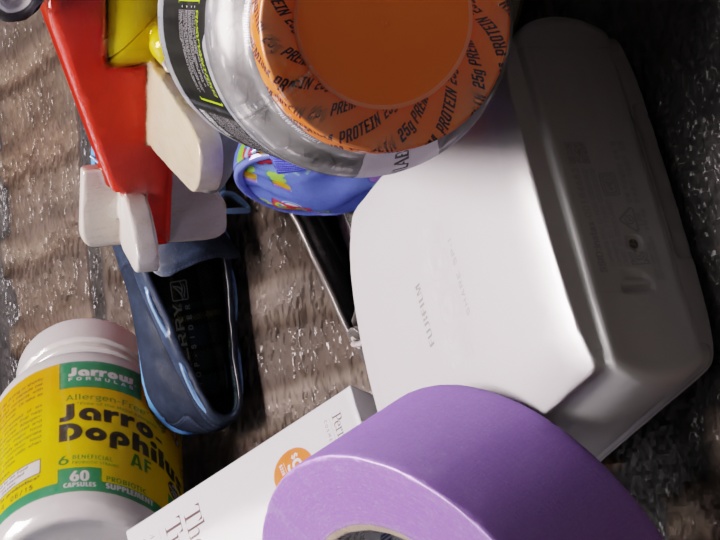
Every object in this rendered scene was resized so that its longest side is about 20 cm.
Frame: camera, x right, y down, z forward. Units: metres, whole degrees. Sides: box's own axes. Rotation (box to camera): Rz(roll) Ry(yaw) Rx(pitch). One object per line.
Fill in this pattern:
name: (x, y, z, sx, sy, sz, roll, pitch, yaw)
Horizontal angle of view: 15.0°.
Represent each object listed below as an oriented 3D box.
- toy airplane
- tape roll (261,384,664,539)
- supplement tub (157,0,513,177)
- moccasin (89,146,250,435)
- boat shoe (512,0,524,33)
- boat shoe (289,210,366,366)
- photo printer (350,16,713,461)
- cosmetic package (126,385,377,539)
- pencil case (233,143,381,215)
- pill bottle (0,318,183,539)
toy airplane: (-0.102, -0.102, 1.384, 0.199, 0.141, 0.200, 87, 158, -70)
tape roll: (0.050, 0.149, 1.114, 0.200, 0.066, 0.200, 31, 137, 35)
supplement tub: (-0.011, -0.101, 1.099, 0.200, 0.122, 0.123, -149, 58, -77)
moccasin: (-0.092, -0.009, 1.509, 0.068, 0.080, 0.200, 1, 108, 60)
boat shoe: (0.033, -0.193, 1.205, 0.072, 0.065, 0.200, 5, 98, 64)
boat shoe: (0.000, 0.000, 1.308, 0.067, 0.057, 0.200, -65, 37, 43)
photo printer: (0.061, 0.012, 1.158, 0.200, 0.069, 0.166, -49, 50, 55)
cosmetic package: (-0.021, 0.178, 1.301, 0.151, 0.052, 0.200, -33, 56, 21)
pencil case: (-0.021, -0.128, 1.278, 0.078, 0.087, 0.200, -8, 72, 22)
pill bottle: (-0.156, 0.117, 1.548, 0.200, 0.113, 0.113, -97, 17, -57)
